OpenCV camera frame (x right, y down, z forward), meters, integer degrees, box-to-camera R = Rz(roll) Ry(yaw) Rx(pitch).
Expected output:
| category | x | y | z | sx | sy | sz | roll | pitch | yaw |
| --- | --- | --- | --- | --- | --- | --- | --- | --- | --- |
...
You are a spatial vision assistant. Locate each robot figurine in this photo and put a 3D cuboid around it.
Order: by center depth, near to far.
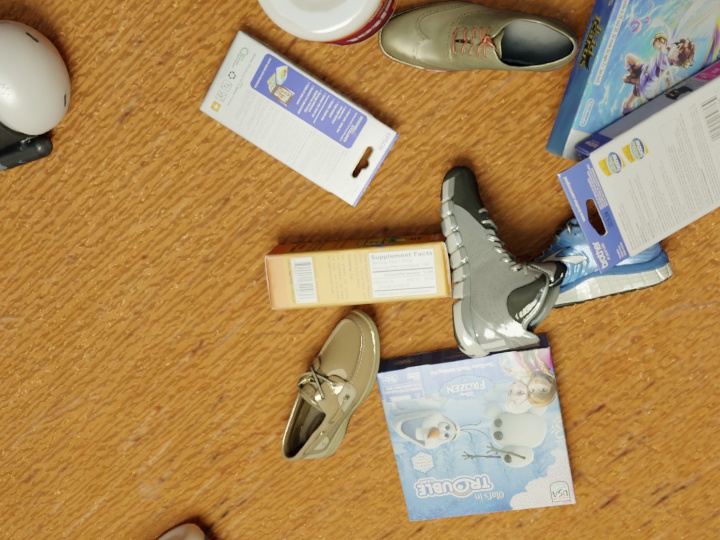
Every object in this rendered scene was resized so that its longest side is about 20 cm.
| category | x | y | z | sx | sy | sz | roll | pitch | yaw |
| --- | --- | --- | --- | --- | --- | --- | --- | --- | --- |
| robot figurine | -0.410 | -0.190 | 0.762 | 0.199 | 0.150 | 0.125 | -12 | 75 | 12 |

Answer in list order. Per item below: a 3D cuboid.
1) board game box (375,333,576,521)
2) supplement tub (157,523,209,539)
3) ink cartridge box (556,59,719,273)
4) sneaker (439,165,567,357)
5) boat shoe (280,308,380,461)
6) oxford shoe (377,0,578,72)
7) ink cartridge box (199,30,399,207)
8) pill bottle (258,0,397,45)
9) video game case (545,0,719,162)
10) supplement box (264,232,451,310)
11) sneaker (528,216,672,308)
| category | x | y | z | sx | sy | sz | roll | pitch | yaw |
| --- | --- | --- | --- | --- | --- | --- | --- | --- | --- |
| board game box | 0.135 | 0.188 | 0.840 | 0.199 | 0.043 | 0.200 | -11 | 105 | 11 |
| supplement tub | -0.202 | 0.439 | 0.913 | 0.132 | 0.132 | 0.200 | -33 | 99 | 15 |
| ink cartridge box | 0.284 | -0.097 | 0.669 | 0.199 | 0.042 | 0.120 | -32 | 115 | 1 |
| sneaker | 0.149 | -0.017 | 0.727 | 0.115 | 0.075 | 0.201 | -10 | 80 | 29 |
| boat shoe | -0.036 | 0.138 | 0.823 | 0.071 | 0.064 | 0.201 | 34 | 114 | 37 |
| oxford shoe | 0.114 | -0.230 | 0.703 | 0.199 | 0.075 | 0.071 | 2 | 106 | 7 |
| ink cartridge box | -0.065 | -0.161 | 0.769 | 0.200 | 0.037 | 0.095 | 33 | 107 | 0 |
| pill bottle | -0.022 | -0.262 | 0.646 | 0.112 | 0.200 | 0.114 | 2 | 107 | 7 |
| video game case | 0.295 | -0.186 | 0.683 | 0.180 | 0.045 | 0.201 | 11 | 108 | -14 |
| supplement box | 0.000 | 0.000 | 0.792 | 0.199 | 0.067 | 0.069 | -2 | 103 | 8 |
| sneaker | 0.218 | -0.007 | 0.764 | 0.199 | 0.079 | 0.090 | -15 | 81 | 18 |
